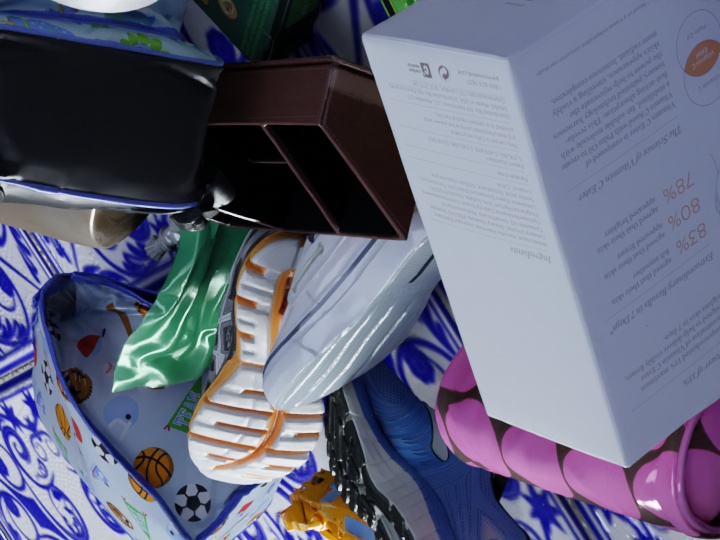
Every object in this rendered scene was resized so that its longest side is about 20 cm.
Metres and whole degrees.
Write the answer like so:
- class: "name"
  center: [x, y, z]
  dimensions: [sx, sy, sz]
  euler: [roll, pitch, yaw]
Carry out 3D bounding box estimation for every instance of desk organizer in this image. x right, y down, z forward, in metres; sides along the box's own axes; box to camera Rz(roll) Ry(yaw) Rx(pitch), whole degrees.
- class: "desk organizer"
  center: [-0.043, -0.065, 1.153]
  dimensions: [0.200, 0.071, 0.077]
  euler: [6, 81, 59]

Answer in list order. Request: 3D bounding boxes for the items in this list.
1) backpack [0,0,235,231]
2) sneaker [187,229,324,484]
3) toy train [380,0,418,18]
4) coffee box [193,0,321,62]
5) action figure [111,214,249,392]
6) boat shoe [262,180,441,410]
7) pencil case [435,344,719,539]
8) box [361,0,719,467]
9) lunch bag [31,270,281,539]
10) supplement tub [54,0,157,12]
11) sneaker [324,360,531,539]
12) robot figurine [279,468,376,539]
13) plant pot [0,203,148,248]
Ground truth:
- class: "backpack"
  center: [-0.186, -0.107, 1.128]
  dimensions: [0.200, 0.182, 0.148]
  euler: [12, 96, 51]
- class: "sneaker"
  center: [-0.055, 0.046, 1.303]
  dimensions: [0.077, 0.078, 0.201]
  euler: [-97, 22, -54]
- class: "toy train"
  center: [0.026, -0.146, 1.040]
  dimensions: [0.201, 0.042, 0.056]
  euler: [64, 162, -15]
- class: "coffee box"
  center: [-0.093, -0.216, 1.144]
  dimensions: [0.200, 0.044, 0.123]
  euler: [47, 151, 15]
- class: "action figure"
  center: [-0.092, -0.010, 1.328]
  dimensions: [0.055, 0.118, 0.200]
  euler: [54, 146, 30]
- class: "boat shoe"
  center: [0.000, 0.000, 1.193]
  dimensions: [0.200, 0.073, 0.067]
  euler: [-47, 62, 38]
- class: "pencil case"
  center: [0.124, 0.070, 1.070]
  dimensions: [0.090, 0.094, 0.200]
  euler: [19, 176, -37]
- class: "box"
  center: [0.101, -0.038, 0.943]
  dimensions: [0.097, 0.124, 0.201]
  euler: [17, 134, 50]
- class: "lunch bag"
  center: [-0.146, 0.097, 1.476]
  dimensions: [0.200, 0.124, 0.170]
  euler: [44, 159, 8]
- class: "supplement tub"
  center: [-0.096, -0.227, 0.987]
  dimensions: [0.145, 0.144, 0.200]
  euler: [50, 137, 10]
- class: "sneaker"
  center: [0.039, 0.115, 1.260]
  dimensions: [0.079, 0.089, 0.200]
  euler: [97, 152, -44]
- class: "robot figurine"
  center: [0.039, 0.199, 1.370]
  dimensions: [0.200, 0.058, 0.145]
  euler: [18, 137, 50]
- class: "plant pot"
  center: [-0.200, -0.103, 1.313]
  dimensions: [0.173, 0.200, 0.200]
  euler: [30, 146, 12]
